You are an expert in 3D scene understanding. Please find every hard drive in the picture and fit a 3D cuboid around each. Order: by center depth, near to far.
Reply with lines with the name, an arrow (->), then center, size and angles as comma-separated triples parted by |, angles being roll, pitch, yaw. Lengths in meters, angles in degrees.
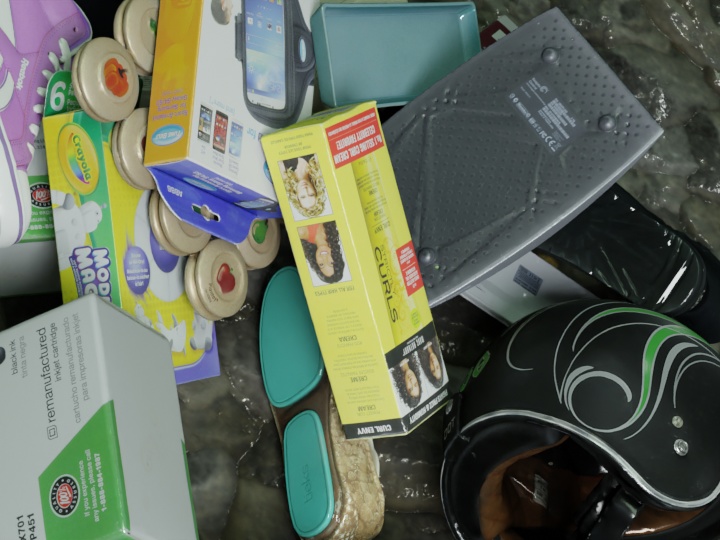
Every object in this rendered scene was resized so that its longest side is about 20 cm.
hard drive -> 0.089, -0.071, 1.187 | 0.200, 0.042, 0.135 | -36, 66, -2

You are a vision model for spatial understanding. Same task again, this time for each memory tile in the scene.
memory tile -> -0.098, -0.085, 1.116 | 0.154, 0.017, 0.201 | -56, 129, -43

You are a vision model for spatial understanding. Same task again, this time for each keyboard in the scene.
keyboard -> 0.114, 0.014, 1.248 | 0.200, 0.011, 0.057 | 33, 68, -22

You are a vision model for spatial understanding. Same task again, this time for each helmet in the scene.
helmet -> 0.158, 0.114, 1.144 | 0.200, 0.200, 0.191 | 42, 39, 7

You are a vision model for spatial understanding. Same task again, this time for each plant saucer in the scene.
plant saucer -> 0.028, -0.148, 1.217 | 0.200, 0.019, 0.070 | -13, 97, -55

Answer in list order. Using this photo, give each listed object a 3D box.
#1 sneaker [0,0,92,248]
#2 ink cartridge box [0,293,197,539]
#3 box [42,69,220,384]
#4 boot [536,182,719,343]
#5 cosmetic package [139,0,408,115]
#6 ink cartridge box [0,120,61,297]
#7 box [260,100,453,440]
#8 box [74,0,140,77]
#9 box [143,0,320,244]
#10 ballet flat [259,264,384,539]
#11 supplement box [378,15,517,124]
sneaker -> -0.206, -0.109, 1.106 | 0.114, 0.073, 0.201 | -3, 66, -31
ink cartridge box -> -0.201, 0.122, 0.987 | 0.083, 0.199, 0.147 | 38, 33, -56
box -> -0.142, -0.026, 1.113 | 0.117, 0.048, 0.201 | -8, 90, -66
boot -> 0.177, -0.024, 1.267 | 0.200, 0.168, 0.077 | 39, 95, 22
cosmetic package -> -0.060, -0.137, 1.252 | 0.200, 0.105, 0.071 | -36, 119, -33
ink cartridge box -> -0.265, -0.086, 1.162 | 0.146, 0.083, 0.201 | -5, 63, -23
box -> 0.000, 0.000, 1.116 | 0.075, 0.050, 0.201 | -28, 106, -56
box -> -0.107, -0.256, 1.265 | 0.104, 0.182, 0.200 | 42, 55, 4
box -> -0.077, -0.122, 1.104 | 0.119, 0.041, 0.201 | 23, 64, -52
ballet flat -> -0.023, 0.092, 1.171 | 0.065, 0.070, 0.201 | 20, 53, -42
supplement box -> 0.076, -0.092, 1.312 | 0.109, 0.061, 0.200 | 44, 55, 8
